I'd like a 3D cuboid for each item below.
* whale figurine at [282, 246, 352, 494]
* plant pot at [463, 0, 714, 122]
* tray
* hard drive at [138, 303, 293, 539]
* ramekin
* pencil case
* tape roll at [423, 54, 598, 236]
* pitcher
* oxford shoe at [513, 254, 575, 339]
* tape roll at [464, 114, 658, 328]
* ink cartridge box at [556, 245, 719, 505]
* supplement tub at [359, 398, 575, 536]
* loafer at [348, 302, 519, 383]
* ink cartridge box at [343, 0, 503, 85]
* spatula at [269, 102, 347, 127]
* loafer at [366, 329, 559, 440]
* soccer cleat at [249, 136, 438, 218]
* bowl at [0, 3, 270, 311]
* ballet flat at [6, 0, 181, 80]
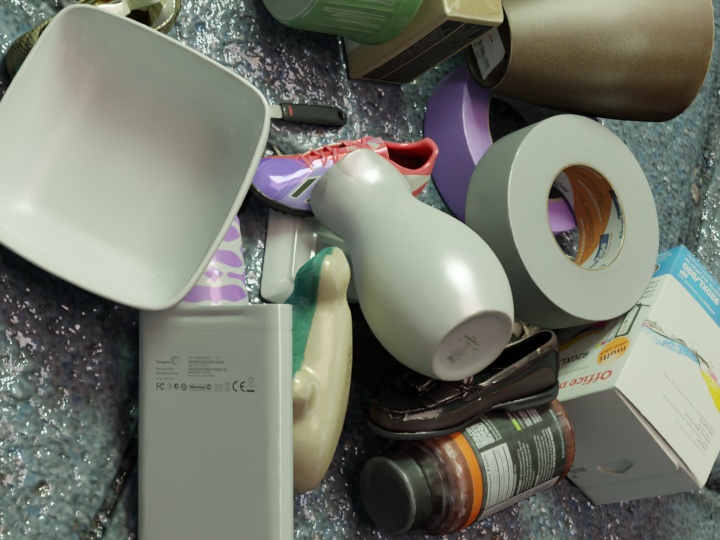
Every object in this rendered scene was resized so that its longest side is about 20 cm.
[{"bbox_3d":[-0.060,0.078,1.114,0.103,0.159,0.201,10,100,5],"label":"whale figurine"},{"bbox_3d":[0.207,-0.230,1.340,0.199,0.187,0.188,-9,80,-24],"label":"plant pot"},{"bbox_3d":[0.000,0.000,1.270,0.199,0.022,0.108,19,64,-32],"label":"tray"},{"bbox_3d":[-0.112,0.128,1.048,0.027,0.131,0.202,6,84,-62],"label":"hard drive"},{"bbox_3d":[-0.022,-0.310,1.248,0.097,0.200,0.201,-1,76,-30],"label":"ramekin"},{"bbox_3d":[-0.136,-0.030,1.142,0.085,0.083,0.202,20,63,-59],"label":"pencil case"},{"bbox_3d":[0.161,-0.128,1.409,0.199,0.065,0.202,12,69,-34],"label":"tape roll"},{"bbox_3d":[0.060,0.005,1.188,0.171,0.121,0.200,29,20,-49],"label":"pitcher"},{"bbox_3d":[0.155,0.039,1.355,0.200,0.058,0.076,-37,102,-37],"label":"oxford shoe"},{"bbox_3d":[0.197,-0.046,1.326,0.199,0.066,0.202,8,76,-35],"label":"tape roll"},{"bbox_3d":[0.279,0.108,1.368,0.145,0.147,0.200,46,53,-16],"label":"ink cartridge box"},{"bbox_3d":[0.094,0.172,1.232,0.199,0.107,0.108,-15,85,-39],"label":"supplement tub"},{"bbox_3d":[0.059,0.075,1.260,0.199,0.073,0.072,7,110,-21],"label":"loafer"},{"bbox_3d":[0.046,-0.300,1.311,0.075,0.164,0.201,-1,75,-35],"label":"ink cartridge box"},{"bbox_3d":[-0.088,-0.143,1.249,0.199,0.021,0.057,-2,75,-39],"label":"spatula"},{"bbox_3d":[0.092,0.094,1.196,0.199,0.072,0.063,-10,119,-32],"label":"loafer"},{"bbox_3d":[-0.016,-0.093,1.245,0.199,0.073,0.068,-2,50,-40],"label":"soccer cleat"},{"bbox_3d":[-0.183,-0.081,1.066,0.199,0.075,0.201,27,84,4],"label":"bowl"},{"bbox_3d":[-0.207,-0.209,1.145,0.200,0.075,0.068,-40,100,-39],"label":"ballet flat"}]
